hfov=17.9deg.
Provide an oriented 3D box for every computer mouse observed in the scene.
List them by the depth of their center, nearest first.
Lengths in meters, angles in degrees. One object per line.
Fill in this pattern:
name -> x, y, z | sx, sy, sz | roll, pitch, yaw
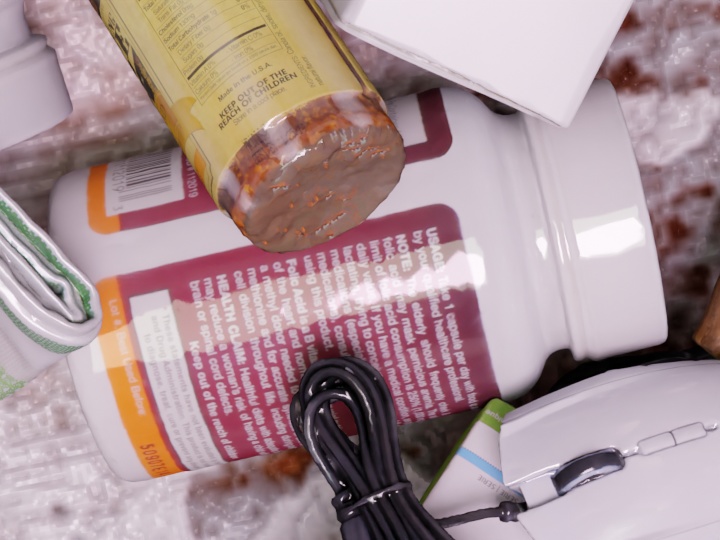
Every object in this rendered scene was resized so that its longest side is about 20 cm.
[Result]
computer mouse -> 0.084, 0.064, 0.750 | 0.200, 0.110, 0.044 | -10, 150, -25

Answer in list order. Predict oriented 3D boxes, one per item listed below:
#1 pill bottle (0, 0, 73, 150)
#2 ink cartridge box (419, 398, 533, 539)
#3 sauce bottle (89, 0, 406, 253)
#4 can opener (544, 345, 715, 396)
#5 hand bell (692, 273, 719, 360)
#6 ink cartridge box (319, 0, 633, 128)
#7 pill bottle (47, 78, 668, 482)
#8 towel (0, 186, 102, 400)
pill bottle -> -0.170, -0.133, 0.773 | 0.112, 0.112, 0.200 | -17, 102, 4
ink cartridge box -> 0.048, 0.167, 0.750 | 0.148, 0.200, 0.076 | 33, 146, 4
sauce bottle -> -0.058, -0.097, 0.763 | 0.066, 0.066, 0.200 | -37, 61, 8
can opener -> 0.148, 0.042, 0.845 | 0.200, 0.079, 0.063 | -23, 95, -4
hand bell -> 0.182, -0.050, 0.789 | 0.104, 0.104, 0.200 | 38, 95, -9
ink cartridge box -> 0.063, -0.162, 0.750 | 0.085, 0.145, 0.200 | 25, 102, -13
pill bottle -> 0.000, 0.000, 0.806 | 0.200, 0.114, 0.114 | -12, 103, 3
towel -> -0.184, -0.002, 0.784 | 0.149, 0.031, 0.200 | 49, 141, -9
